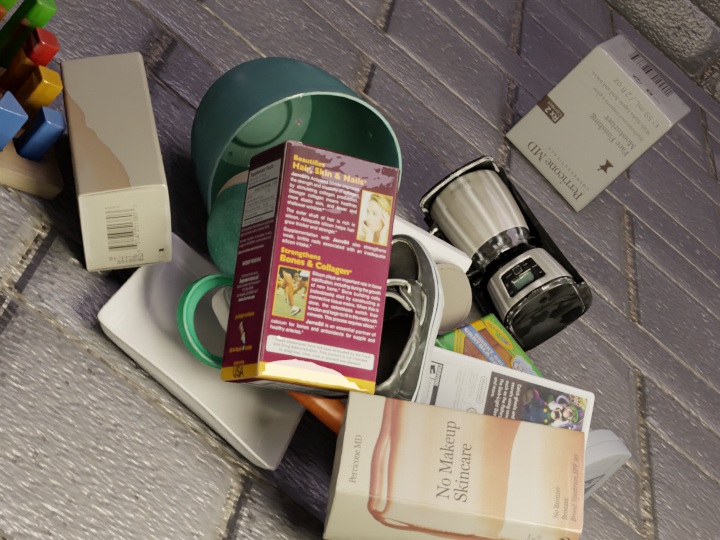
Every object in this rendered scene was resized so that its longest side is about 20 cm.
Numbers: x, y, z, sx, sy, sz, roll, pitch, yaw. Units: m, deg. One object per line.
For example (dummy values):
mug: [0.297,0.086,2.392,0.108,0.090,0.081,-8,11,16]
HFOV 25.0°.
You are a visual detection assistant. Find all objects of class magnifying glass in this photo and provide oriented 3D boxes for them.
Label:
magnifying glass: [-0.075,0.080,1.411,0.200,0.022,0.080,42,67,-19]

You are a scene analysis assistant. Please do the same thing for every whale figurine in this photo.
whale figurine: [-0.069,0.000,1.507,0.200,0.159,0.104,70,31,-41]

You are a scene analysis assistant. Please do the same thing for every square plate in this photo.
square plate: [-0.131,0.072,1.441,0.200,0.028,0.198,42,25,-7]

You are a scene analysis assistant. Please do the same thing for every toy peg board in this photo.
toy peg board: [-0.345,-0.189,1.430,0.200,0.098,0.199,19,35,-43]

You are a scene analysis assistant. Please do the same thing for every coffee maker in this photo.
coffee maker: [0.184,-0.015,1.932,0.192,0.135,0.200,8,44,-54]

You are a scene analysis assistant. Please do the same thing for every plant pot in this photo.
plant pot: [-0.081,-0.122,1.634,0.201,0.201,0.161,26,17,-35]

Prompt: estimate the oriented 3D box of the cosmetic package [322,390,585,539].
cosmetic package: [0.077,0.175,1.328,0.200,0.087,0.103,9,52,-3]

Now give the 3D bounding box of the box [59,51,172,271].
box: [-0.221,-0.101,1.465,0.078,0.095,0.200,-8,42,-10]

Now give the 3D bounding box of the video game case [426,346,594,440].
video game case: [0.107,0.180,1.451,0.182,0.023,0.200,17,68,-8]

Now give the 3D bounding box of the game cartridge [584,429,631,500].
game cartridge: [0.189,0.212,1.592,0.041,0.133,0.200,54,26,18]

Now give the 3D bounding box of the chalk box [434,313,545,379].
chalk box: [0.108,0.132,1.602,0.124,0.124,0.200,50,25,10]

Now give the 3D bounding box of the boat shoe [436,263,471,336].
boat shoe: [0.040,0.047,1.590,0.200,0.063,0.073,-34,108,-50]

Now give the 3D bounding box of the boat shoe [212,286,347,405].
boat shoe: [-0.042,0.071,1.465,0.200,0.069,0.072,41,24,-11]

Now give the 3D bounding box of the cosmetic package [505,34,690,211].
cosmetic package: [0.358,-0.223,2.438,0.165,0.200,0.165,47,24,4]

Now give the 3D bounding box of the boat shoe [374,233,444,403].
boat shoe: [0.034,0.039,1.441,0.071,0.072,0.200,66,19,-50]

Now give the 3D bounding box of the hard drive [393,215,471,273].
hard drive: [0.000,0.000,1.629,0.200,0.132,0.027,27,16,-34]

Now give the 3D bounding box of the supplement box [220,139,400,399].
supplement box: [-0.042,0.002,1.380,0.110,0.086,0.200,12,78,-25]
